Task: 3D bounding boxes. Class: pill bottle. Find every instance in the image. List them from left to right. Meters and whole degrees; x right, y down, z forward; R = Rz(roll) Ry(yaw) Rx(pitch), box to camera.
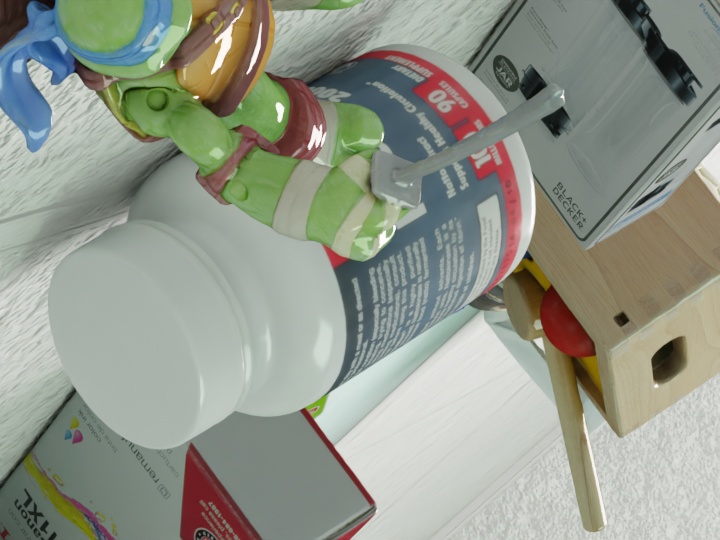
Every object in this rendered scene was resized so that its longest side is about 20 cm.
[{"bbox_3d":[-0.030,-0.008,1.194,0.200,0.120,0.120,-32,169,-39],"label":"pill bottle"}]

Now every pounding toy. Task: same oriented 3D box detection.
[{"bbox_3d":[0.135,0.016,1.622,0.142,0.184,0.200,-33,158,-6],"label":"pounding toy"}]

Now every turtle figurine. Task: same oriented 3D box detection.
[{"bbox_3d":[-0.006,-0.080,0.875,0.200,0.144,0.194,-36,175,6],"label":"turtle figurine"}]

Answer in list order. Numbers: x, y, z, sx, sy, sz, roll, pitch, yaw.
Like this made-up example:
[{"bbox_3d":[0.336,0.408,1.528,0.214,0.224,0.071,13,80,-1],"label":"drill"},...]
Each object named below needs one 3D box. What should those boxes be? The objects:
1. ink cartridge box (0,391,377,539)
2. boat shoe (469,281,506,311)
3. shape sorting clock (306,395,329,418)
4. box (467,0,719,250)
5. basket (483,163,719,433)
[{"bbox_3d":[-0.101,0.130,1.488,0.083,0.146,0.200,-29,166,-42],"label":"ink cartridge box"},{"bbox_3d":[0.138,-0.021,1.982,0.199,0.075,0.073,-16,167,-47],"label":"boat shoe"},{"bbox_3d":[-0.070,0.068,1.644,0.200,0.039,0.200,-39,159,-18],"label":"shape sorting clock"},{"bbox_3d":[0.137,-0.109,1.362,0.060,0.117,0.200,-28,165,-30],"label":"box"},{"bbox_3d":[0.210,0.011,2.179,0.123,0.136,0.200,-35,170,-36],"label":"basket"}]
